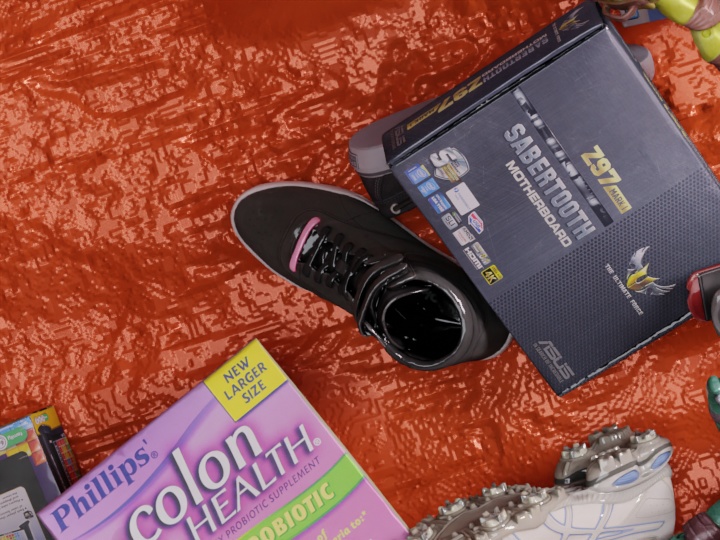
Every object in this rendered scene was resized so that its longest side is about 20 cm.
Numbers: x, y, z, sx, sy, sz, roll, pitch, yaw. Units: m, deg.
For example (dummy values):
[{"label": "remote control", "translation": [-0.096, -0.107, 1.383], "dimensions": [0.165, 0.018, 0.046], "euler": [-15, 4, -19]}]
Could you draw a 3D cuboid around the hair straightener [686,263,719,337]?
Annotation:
[{"label": "hair straightener", "translation": [0.300, 0.003, 1.530], "dimensions": [0.199, 0.077, 0.041], "euler": [-13, 112, -12]}]

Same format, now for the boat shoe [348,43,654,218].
[{"label": "boat shoe", "translation": [0.093, -0.082, 1.595], "dimensions": [0.199, 0.070, 0.067], "euler": [-20, 112, 6]}]

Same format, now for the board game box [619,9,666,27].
[{"label": "board game box", "translation": [0.202, -0.258, 1.541], "dimensions": [0.134, 0.035, 0.201], "euler": [-12, 111, 12]}]

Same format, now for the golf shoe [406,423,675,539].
[{"label": "golf shoe", "translation": [0.115, 0.171, 1.561], "dimensions": [0.199, 0.078, 0.098], "euler": [-20, 103, -23]}]

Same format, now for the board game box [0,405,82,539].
[{"label": "board game box", "translation": [-0.264, 0.203, 1.687], "dimensions": [0.199, 0.057, 0.166], "euler": [-22, 91, 12]}]

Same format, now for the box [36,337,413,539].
[{"label": "box", "translation": [-0.072, 0.178, 1.598], "dimensions": [0.176, 0.097, 0.200], "euler": [-38, 85, -9]}]

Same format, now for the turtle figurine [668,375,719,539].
[{"label": "turtle figurine", "translation": [0.261, 0.133, 1.551], "dimensions": [0.149, 0.101, 0.201], "euler": [37, 99, 16]}]

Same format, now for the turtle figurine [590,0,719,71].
[{"label": "turtle figurine", "translation": [0.167, -0.169, 1.478], "dimensions": [0.161, 0.200, 0.065], "euler": [30, 97, -32]}]

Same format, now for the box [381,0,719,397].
[{"label": "box", "translation": [0.131, -0.042, 1.552], "dimensions": [0.157, 0.051, 0.200], "euler": [-32, 115, 11]}]

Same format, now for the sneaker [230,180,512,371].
[{"label": "sneaker", "translation": [0.000, 0.000, 1.598], "dimensions": [0.199, 0.099, 0.071], "euler": [27, 100, 10]}]
